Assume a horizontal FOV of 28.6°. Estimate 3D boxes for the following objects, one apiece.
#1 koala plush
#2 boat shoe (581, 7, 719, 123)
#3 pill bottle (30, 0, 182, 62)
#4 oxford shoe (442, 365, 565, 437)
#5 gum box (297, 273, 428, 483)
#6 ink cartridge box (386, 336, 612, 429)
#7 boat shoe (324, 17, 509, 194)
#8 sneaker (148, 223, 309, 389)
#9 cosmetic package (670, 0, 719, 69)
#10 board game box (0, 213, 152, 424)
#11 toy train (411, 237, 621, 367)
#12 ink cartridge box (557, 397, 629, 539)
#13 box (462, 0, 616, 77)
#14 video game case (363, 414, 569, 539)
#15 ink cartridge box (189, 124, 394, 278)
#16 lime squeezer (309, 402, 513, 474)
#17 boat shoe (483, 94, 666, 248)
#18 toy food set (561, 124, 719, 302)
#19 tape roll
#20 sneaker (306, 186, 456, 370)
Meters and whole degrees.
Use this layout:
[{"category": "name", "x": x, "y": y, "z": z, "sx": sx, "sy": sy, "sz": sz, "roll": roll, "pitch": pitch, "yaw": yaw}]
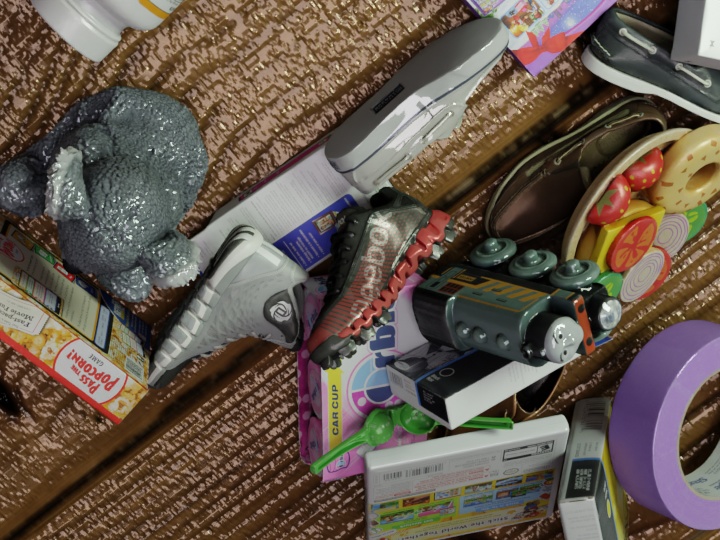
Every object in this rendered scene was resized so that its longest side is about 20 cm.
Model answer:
[{"category": "koala plush", "x": -0.214, "y": -0.062, "z": 1.234, "sx": 0.177, "sy": 0.200, "sz": 0.184, "roll": 40, "pitch": 100, "yaw": -18}, {"category": "boat shoe", "x": 0.307, "y": -0.189, "z": 1.318, "sx": 0.199, "sy": 0.076, "sz": 0.060, "roll": 13, "pitch": 125, "yaw": -16}, {"category": "pill bottle", "x": -0.185, "y": -0.278, "z": 1.209, "sx": 0.200, "sy": 0.111, "sz": 0.111, "roll": -44, "pitch": 109, "yaw": 9}, {"category": "oxford shoe", "x": 0.142, "y": 0.145, "z": 1.423, "sx": 0.071, "sy": 0.071, "sz": 0.200, "roll": 25, "pitch": 106, "yaw": -17}, {"category": "gum box", "x": 0.002, "y": 0.103, "z": 1.376, "sx": 0.113, "sy": 0.066, "sz": 0.201, "roll": -9, "pitch": 111, "yaw": -23}, {"category": "ink cartridge box", "x": 0.133, "y": 0.077, "z": 1.343, "sx": 0.200, "sy": 0.099, "sz": 0.039, "roll": -26, "pitch": 118, "yaw": -26}, {"category": "boat shoe", "x": 0.061, "y": -0.147, "z": 1.287, "sx": 0.200, "sy": 0.072, "sz": 0.066, "roll": -42, "pitch": 123, "yaw": 2}, {"category": "sneaker", "x": -0.116, "y": 0.060, "z": 1.321, "sx": 0.115, "sy": 0.075, "sz": 0.200, "roll": 31, "pitch": 119, "yaw": -12}, {"category": "cosmetic package", "x": 0.388, "y": -0.250, "z": 1.289, "sx": 0.199, "sy": 0.052, "sz": 0.151, "roll": 7, "pitch": 92, "yaw": -20}, {"category": "board game box", "x": -0.281, "y": 0.036, "z": 1.286, "sx": 0.200, "sy": 0.152, "sz": 0.046, "roll": 40, "pitch": 100, "yaw": -17}, {"category": "toy train", "x": 0.140, "y": 0.035, "z": 1.287, "sx": 0.114, "sy": 0.200, "sz": 0.085, "roll": -33, "pitch": 120, "yaw": -28}, {"category": "ink cartridge box", "x": 0.240, "y": 0.261, "z": 1.409, "sx": 0.047, "sy": 0.198, "sz": 0.201, "roll": -9, "pitch": 111, "yaw": 16}, {"category": "box", "x": 0.185, "y": -0.295, "z": 1.290, "sx": 0.200, "sy": 0.039, "sz": 0.137, "roll": -42, "pitch": 109, "yaw": 8}, {"category": "video game case", "x": 0.102, "y": 0.215, "z": 1.414, "sx": 0.199, "sy": 0.023, "sz": 0.182, "roll": -10, "pitch": 143, "yaw": -7}, {"category": "ink cartridge box", "x": -0.066, "y": -0.046, "z": 1.347, "sx": 0.200, "sy": 0.037, "sz": 0.095, "roll": -35, "pitch": 111, "yaw": 3}, {"category": "lime squeezer", "x": 0.038, "y": 0.154, "z": 1.333, "sx": 0.199, "sy": 0.071, "sz": 0.038, "roll": -10, "pitch": 130, "yaw": -17}, {"category": "boat shoe", "x": 0.204, "y": -0.091, "z": 1.344, "sx": 0.202, "sy": 0.075, "sz": 0.075, "roll": -42, "pitch": 109, "yaw": 8}, {"category": "toy food set", "x": 0.268, "y": -0.045, "z": 1.336, "sx": 0.200, "sy": 0.049, "sz": 0.198, "roll": -21, "pitch": 138, "yaw": -36}, {"category": "tape roll", "x": 0.343, "y": 0.153, "z": 1.412, "sx": 0.200, "sy": 0.066, "sz": 0.201, "roll": -7, "pitch": 103, "yaw": -32}, {"category": "sneaker", "x": 0.000, "y": 0.000, "z": 1.277, "sx": 0.098, "sy": 0.071, "sz": 0.201, "roll": 40, "pitch": 61, "yaw": -4}]
